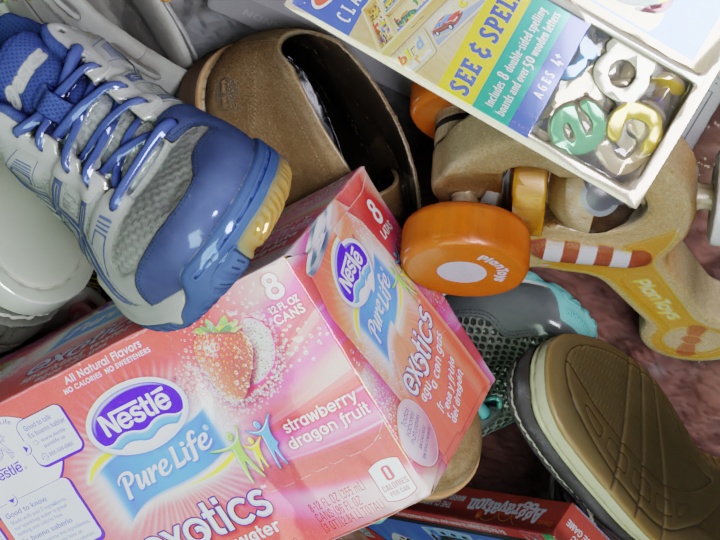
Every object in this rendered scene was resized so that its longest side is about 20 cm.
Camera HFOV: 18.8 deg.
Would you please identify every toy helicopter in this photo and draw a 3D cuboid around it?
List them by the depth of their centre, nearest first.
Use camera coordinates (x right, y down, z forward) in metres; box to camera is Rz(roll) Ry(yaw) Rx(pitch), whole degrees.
[{"bbox_3d":[0.108,-0.014,0.817,0.132,0.079,0.200,-10,151,27],"label":"toy helicopter"}]

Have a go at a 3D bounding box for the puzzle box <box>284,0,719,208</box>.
[{"bbox_3d":[0.080,-0.138,0.683,0.133,0.025,0.200,29,99,0],"label":"puzzle box"}]

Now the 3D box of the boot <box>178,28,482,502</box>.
[{"bbox_3d":[0.000,0.000,0.839,0.075,0.074,0.201,-15,105,55],"label":"boot"}]

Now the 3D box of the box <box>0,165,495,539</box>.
[{"bbox_3d":[-0.066,0.057,0.807,0.200,0.095,0.103,-27,102,27],"label":"box"}]

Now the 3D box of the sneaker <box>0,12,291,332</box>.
[{"bbox_3d":[-0.092,-0.040,0.750,0.088,0.075,0.200,40,175,-25],"label":"sneaker"}]

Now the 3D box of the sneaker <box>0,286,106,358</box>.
[{"bbox_3d":[-0.115,0.075,0.937,0.200,0.075,0.105,38,138,-9],"label":"sneaker"}]

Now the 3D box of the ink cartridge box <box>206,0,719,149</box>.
[{"bbox_3d":[0.051,-0.119,0.782,0.199,0.045,0.176,24,152,0],"label":"ink cartridge box"}]

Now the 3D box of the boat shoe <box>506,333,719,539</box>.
[{"bbox_3d":[0.110,0.094,0.908,0.065,0.073,0.200,-14,140,32],"label":"boat shoe"}]

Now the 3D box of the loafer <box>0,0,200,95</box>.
[{"bbox_3d":[-0.123,-0.141,0.819,0.070,0.070,0.200,-10,134,23],"label":"loafer"}]

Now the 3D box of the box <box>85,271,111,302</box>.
[{"bbox_3d":[-0.151,-0.012,0.959,0.199,0.049,0.160,14,136,9],"label":"box"}]

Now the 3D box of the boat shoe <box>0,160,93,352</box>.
[{"bbox_3d":[-0.176,-0.062,0.859,0.060,0.072,0.202,-43,72,47],"label":"boat shoe"}]

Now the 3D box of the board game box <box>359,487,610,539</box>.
[{"bbox_3d":[0.066,0.133,0.959,0.103,0.019,0.200,44,160,-20],"label":"board game box"}]

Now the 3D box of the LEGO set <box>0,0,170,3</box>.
[{"bbox_3d":[-0.111,-0.164,0.702,0.153,0.116,0.201,6,115,-10],"label":"LEGO set"}]

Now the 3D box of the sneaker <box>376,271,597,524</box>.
[{"bbox_3d":[0.019,0.069,0.933,0.078,0.091,0.200,43,132,-21],"label":"sneaker"}]
